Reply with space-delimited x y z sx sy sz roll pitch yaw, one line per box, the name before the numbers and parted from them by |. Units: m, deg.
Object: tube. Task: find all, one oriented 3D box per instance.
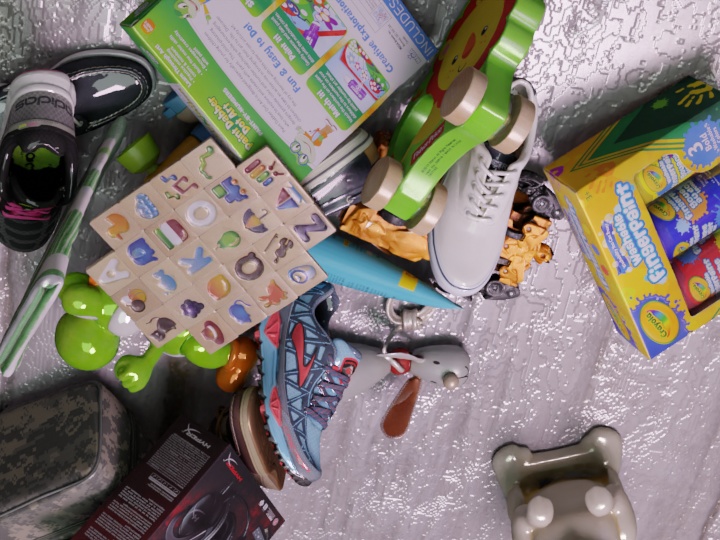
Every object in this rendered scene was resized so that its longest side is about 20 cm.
tube | 0.000 0.000 1.377 0.199 0.077 0.051 21 96 -4

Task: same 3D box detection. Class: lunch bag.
lunch bag | -0.292 0.224 1.468 0.199 0.140 0.168 -24 136 11

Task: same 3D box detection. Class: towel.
towel | -0.256 -0.020 1.264 0.023 0.201 0.153 27 134 -12

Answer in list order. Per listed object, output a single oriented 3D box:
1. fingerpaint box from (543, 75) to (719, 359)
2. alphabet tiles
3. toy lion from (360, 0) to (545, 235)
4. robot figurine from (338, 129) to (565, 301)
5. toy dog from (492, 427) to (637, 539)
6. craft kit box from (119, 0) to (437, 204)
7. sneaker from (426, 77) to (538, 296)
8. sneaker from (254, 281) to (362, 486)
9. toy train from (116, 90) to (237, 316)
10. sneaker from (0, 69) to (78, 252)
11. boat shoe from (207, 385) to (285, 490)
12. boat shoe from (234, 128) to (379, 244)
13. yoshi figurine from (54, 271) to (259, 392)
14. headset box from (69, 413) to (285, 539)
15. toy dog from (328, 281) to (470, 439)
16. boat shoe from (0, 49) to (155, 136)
fingerpaint box | 0.285 -0.047 1.352 0.166 0.073 0.201 -31 119 -6
alphabet tiles | -0.129 -0.018 1.261 0.200 0.006 0.167 -33 117 16
toy lion | 0.086 -0.156 1.243 0.068 0.192 0.200 27 136 -18
robot figurine | 0.090 -0.052 1.370 0.199 0.058 0.145 20 117 -14
toy dog | 0.215 0.288 1.496 0.139 0.200 0.195 -3 120 -1
craft kit box | -0.064 -0.195 1.236 0.198 0.048 0.200 -45 116 -12
sneaker | 0.106 -0.078 1.285 0.073 0.071 0.201 13 80 -9
sneaker | -0.045 0.096 1.356 0.095 0.201 0.079 -10 160 8
toy train | -0.172 -0.070 1.296 0.200 0.085 0.116 -45 104 -10
sneaker | -0.283 -0.074 1.253 0.073 0.088 0.200 7 137 -18
boat shoe | -0.117 0.166 1.445 0.072 0.073 0.200 5 158 7
boat shoe | -0.061 -0.047 1.306 0.200 0.075 0.062 -35 107 5
yoshi figurine | -0.201 0.060 1.368 0.199 0.112 0.113 18 78 -34
headset box | -0.184 0.263 1.399 0.200 0.077 0.149 -49 140 -20
toy dog | 0.006 0.106 1.434 0.199 0.096 0.132 -19 120 7
boat shoe | -0.277 -0.139 1.291 0.199 0.060 0.076 -17 120 6
